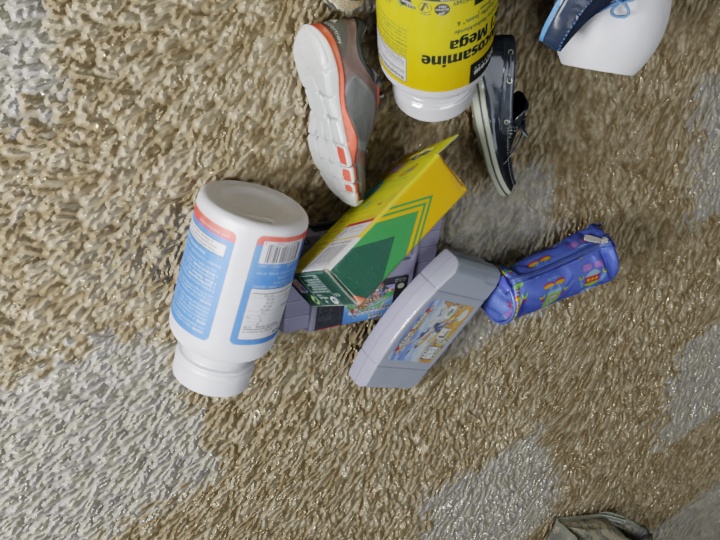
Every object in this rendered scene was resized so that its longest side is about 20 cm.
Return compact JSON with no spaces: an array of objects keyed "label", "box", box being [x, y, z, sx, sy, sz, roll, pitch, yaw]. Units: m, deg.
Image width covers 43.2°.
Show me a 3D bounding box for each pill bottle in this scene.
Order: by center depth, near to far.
[{"label":"pill bottle","box":[0.071,-0.235,0.848,0.112,0.113,0.200,-31,153,-14]},{"label":"pill bottle","box":[-0.129,0.021,0.908,0.112,0.112,0.201,1,119,-36]}]

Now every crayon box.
[{"label":"crayon box","box":[0.023,-0.048,0.926,0.051,0.127,0.200,48,71,-14]}]

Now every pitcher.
[{"label":"pitcher","box":[0.290,-0.316,0.981,0.171,0.121,0.201,-8,113,-46]}]

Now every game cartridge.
[{"label":"game cartridge","box":[0.000,0.000,1.040,0.199,0.038,0.130,-11,121,-30]},{"label":"game cartridge","box":[0.076,0.065,1.103,0.200,0.042,0.133,-53,153,17]}]

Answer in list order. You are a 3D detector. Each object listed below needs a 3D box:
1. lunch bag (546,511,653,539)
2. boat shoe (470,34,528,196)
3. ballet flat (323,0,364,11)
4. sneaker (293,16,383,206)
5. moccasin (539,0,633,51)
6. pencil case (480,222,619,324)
[{"label":"lunch bag","box":[0.421,0.531,1.641,0.199,0.118,0.165,5,116,-32]},{"label":"boat shoe","box":[0.155,-0.169,1.001,0.062,0.075,0.201,-13,126,4]},{"label":"ballet flat","box":[-0.010,-0.316,0.785,0.067,0.075,0.201,0,122,-9]},{"label":"sneaker","box":[-0.005,-0.156,0.903,0.082,0.077,0.201,-29,133,-24]},{"label":"moccasin","box":[0.251,-0.291,0.869,0.200,0.068,0.080,-55,177,20]},{"label":"pencil case","box":[0.248,0.003,1.183,0.199,0.078,0.087,-20,154,-23]}]
